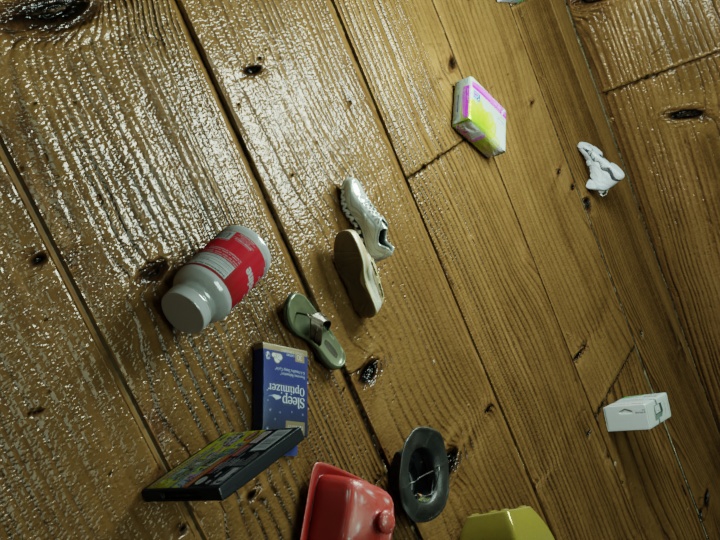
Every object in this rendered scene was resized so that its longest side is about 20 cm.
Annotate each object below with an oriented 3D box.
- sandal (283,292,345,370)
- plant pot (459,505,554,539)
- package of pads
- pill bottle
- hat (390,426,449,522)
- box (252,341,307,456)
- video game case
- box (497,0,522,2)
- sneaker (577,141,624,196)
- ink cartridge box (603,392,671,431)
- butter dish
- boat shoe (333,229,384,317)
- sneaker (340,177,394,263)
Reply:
[{"bbox_3d":[-0.081,0.116,1.672,0.201,0.057,0.080,50,44,-29],"label":"sandal"},{"bbox_3d":[0.334,0.648,1.921,0.195,0.194,0.200,10,64,-50],"label":"plant pot"},{"bbox_3d":[0.339,-0.427,2.374,0.200,0.068,0.155,31,55,-42],"label":"package of pads"},{"bbox_3d":[-0.249,0.017,1.449,0.112,0.112,0.200,60,41,-19],"label":"pill bottle"},{"bbox_3d":[0.112,0.432,1.796,0.201,0.081,0.201,6,82,-48],"label":"hat"},{"bbox_3d":[-0.148,0.241,1.568,0.121,0.032,0.200,18,65,-48],"label":"box"},{"bbox_3d":[-0.215,0.307,1.337,0.200,0.181,0.026,-29,103,-52],"label":"video game case"},{"bbox_3d":[0.485,-0.978,2.723,0.176,0.097,0.200,-22,97,-55],"label":"box"},{"bbox_3d":[0.818,-0.355,2.955,0.200,0.115,0.075,46,33,19],"label":"sneaker"},{"bbox_3d":[0.893,0.457,2.717,0.200,0.146,0.084,-6,84,-51],"label":"ink cartridge box"},{"bbox_3d":[-0.001,0.473,1.582,0.200,0.148,0.200,35,52,-40],"label":"butter dish"},{"bbox_3d":[0.000,0.000,1.808,0.069,0.074,0.200,-39,119,-53],"label":"boat shoe"},{"bbox_3d":[0.018,-0.114,1.857,0.075,0.081,0.200,-24,96,-50],"label":"sneaker"}]
